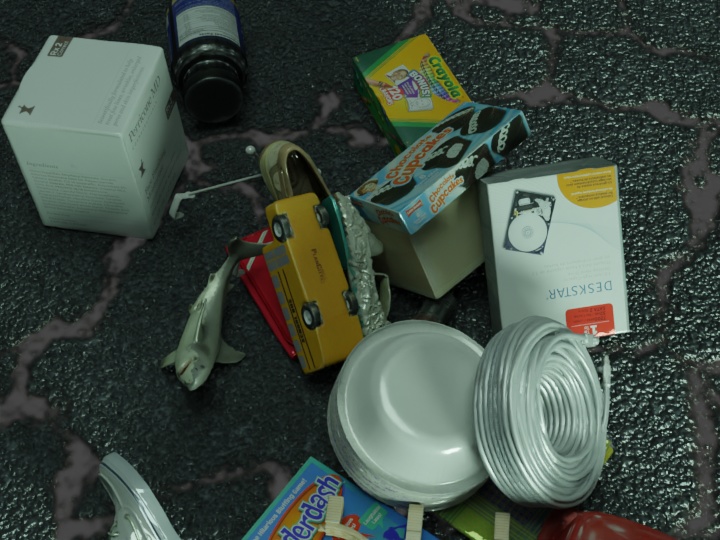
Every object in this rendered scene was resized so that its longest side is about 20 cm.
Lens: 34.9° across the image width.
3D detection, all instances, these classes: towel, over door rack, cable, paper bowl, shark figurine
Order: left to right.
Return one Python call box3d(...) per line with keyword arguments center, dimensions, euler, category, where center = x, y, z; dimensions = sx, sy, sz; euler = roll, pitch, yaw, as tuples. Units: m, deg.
box3d(center=(-0.167, 0.064, 1.386), dimensions=(0.089, 0.128, 0.215), euler=(30, 62, -19), category="shark figurine")
box3d(center=(-0.125, -0.091, 1.491), dimensions=(0.199, 0.067, 0.148), euler=(-28, 54, -31), category="over door rack")
box3d(center=(0.069, 0.147, 1.230), dimensions=(0.199, 0.105, 0.202), euler=(5, 61, -10), category="paper bowl")
box3d(center=(0.175, 0.224, 1.275), dimensions=(0.143, 0.023, 0.200), euler=(32, 61, 24), category="towel")
box3d(center=(0.190, 0.147, 1.200), dimensions=(0.069, 0.200, 0.201), euler=(-13, 62, 38), category="cable")

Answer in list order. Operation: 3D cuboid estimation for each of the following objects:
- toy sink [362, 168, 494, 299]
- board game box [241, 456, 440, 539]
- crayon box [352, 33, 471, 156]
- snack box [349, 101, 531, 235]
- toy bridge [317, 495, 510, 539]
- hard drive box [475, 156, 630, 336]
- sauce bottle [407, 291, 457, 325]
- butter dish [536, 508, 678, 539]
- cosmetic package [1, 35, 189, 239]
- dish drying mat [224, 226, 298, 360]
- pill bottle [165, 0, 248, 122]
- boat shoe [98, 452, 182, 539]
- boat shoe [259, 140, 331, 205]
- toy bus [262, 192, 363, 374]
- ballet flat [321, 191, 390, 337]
box3d(center=(0.106, -0.075, 1.424), dimensions=(0.200, 0.112, 0.130), euler=(-37, 29, -22), category="toy sink")
box3d(center=(-0.019, 0.309, 1.206), dimensions=(0.199, 0.045, 0.152), euler=(28, 59, 23), category="board game box")
box3d(center=(0.079, -0.238, 1.616), dimensions=(0.118, 0.058, 0.201), euler=(-20, 53, -11), category="crayon box")
box3d(center=(0.094, -0.125, 1.359), dimensions=(0.200, 0.037, 0.116), euler=(-40, 29, -17), category="snack box")
box3d(center=(0.054, 0.276, 1.182), dimensions=(0.198, 0.027, 0.068), euler=(4, 52, 6), category="toy bridge")
box3d(center=(0.226, -0.021, 1.350), dimensions=(0.155, 0.201, 0.077), euler=(-9, 14, -3), category="hard drive box")
box3d(center=(0.054, 0.105, 1.348), dimensions=(0.066, 0.066, 0.201), euler=(19, 57, 18), category="sauce bottle")
box3d(center=(0.256, 0.318, 1.115), dimensions=(0.199, 0.148, 0.200), euler=(18, 55, 16), category="butter dish")
box3d(center=(-0.340, -0.173, 1.503), dimensions=(0.164, 0.201, 0.166), euler=(8, 53, 10), category="cosmetic package")
box3d(center=(-0.098, 0.025, 1.448), dimensions=(0.076, 0.018, 0.200), euler=(-22, 53, -18), category="dish drying mat")
box3d(center=(-0.222, -0.314, 1.661), dimensions=(0.111, 0.112, 0.201), euler=(-9, 53, -4), category="pill bottle")
box3d(center=(-0.238, 0.281, 1.223), dimensions=(0.067, 0.074, 0.200), euler=(-31, 57, -22), category="boat shoe")
box3d(center=(-0.060, -0.065, 1.411), dimensions=(0.071, 0.201, 0.064), euler=(-37, 24, -20), category="boat shoe")
box3d(center=(-0.060, 0.015, 1.352), dimensions=(0.065, 0.078, 0.201), euler=(-17, 86, -33), category="toy bus")
box3d(center=(0.000, 0.000, 1.379), dimensions=(0.071, 0.201, 0.072), euler=(-9, 11, 2), category="ballet flat")
